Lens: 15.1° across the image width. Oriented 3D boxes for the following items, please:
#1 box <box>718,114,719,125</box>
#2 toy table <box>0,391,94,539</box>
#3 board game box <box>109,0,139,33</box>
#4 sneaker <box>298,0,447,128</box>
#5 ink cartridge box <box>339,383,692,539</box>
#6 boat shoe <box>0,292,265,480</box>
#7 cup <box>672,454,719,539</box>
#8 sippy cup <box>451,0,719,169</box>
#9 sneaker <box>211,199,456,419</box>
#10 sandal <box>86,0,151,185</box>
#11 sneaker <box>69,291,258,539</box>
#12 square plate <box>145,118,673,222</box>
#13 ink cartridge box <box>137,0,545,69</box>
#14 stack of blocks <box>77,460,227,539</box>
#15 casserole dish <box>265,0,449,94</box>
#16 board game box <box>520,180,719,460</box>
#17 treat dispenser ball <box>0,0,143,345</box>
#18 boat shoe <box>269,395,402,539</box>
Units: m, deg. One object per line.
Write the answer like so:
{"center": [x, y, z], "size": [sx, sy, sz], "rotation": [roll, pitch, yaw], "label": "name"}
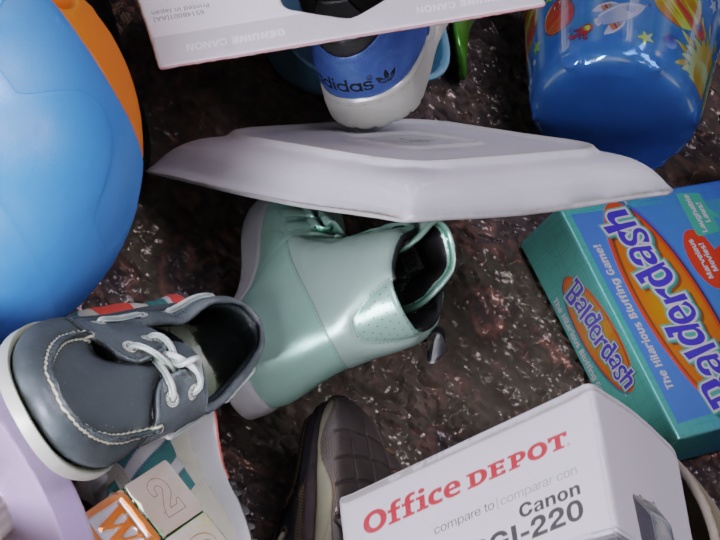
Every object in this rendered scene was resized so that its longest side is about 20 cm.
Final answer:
{"center": [0.317, -0.047, 1.528], "size": [0.124, 0.197, 0.201], "rotation": [18, 50, -26], "label": "box"}
{"center": [-0.196, 0.125, 1.139], "size": [0.200, 0.184, 0.117], "rotation": [59, 39, -7], "label": "toy table"}
{"center": [-0.187, -0.230, 1.440], "size": [0.159, 0.097, 0.201], "rotation": [20, 50, -22], "label": "board game box"}
{"center": [0.008, -0.179, 1.463], "size": [0.076, 0.112, 0.200], "rotation": [-2, 41, 18], "label": "sneaker"}
{"center": [0.077, 0.171, 1.200], "size": [0.085, 0.145, 0.201], "rotation": [39, 33, -42], "label": "ink cartridge box"}
{"center": [-0.097, 0.041, 1.186], "size": [0.073, 0.062, 0.200], "rotation": [62, 16, 5], "label": "boat shoe"}
{"center": [0.121, 0.192, 1.312], "size": [0.143, 0.200, 0.201], "rotation": [36, 40, -43], "label": "cup"}
{"center": [0.151, -0.132, 1.573], "size": [0.140, 0.177, 0.131], "rotation": [40, 41, -30], "label": "sippy cup"}
{"center": [0.000, 0.000, 1.364], "size": [0.074, 0.118, 0.201], "rotation": [62, 18, -21], "label": "sneaker"}
{"center": [-0.150, -0.116, 1.356], "size": [0.045, 0.200, 0.075], "rotation": [-2, 45, 13], "label": "sandal"}
{"center": [-0.108, 0.105, 1.291], "size": [0.093, 0.070, 0.201], "rotation": [-4, 63, -18], "label": "sneaker"}
{"center": [0.025, -0.055, 1.405], "size": [0.199, 0.198, 0.029], "rotation": [-6, 103, -43], "label": "square plate"}
{"center": [-0.029, -0.171, 1.354], "size": [0.199, 0.045, 0.177], "rotation": [-10, 59, -15], "label": "ink cartridge box"}
{"center": [-0.069, 0.199, 1.207], "size": [0.200, 0.115, 0.059], "rotation": [52, 46, 6], "label": "stack of blocks"}
{"center": [-0.022, -0.174, 1.557], "size": [0.121, 0.039, 0.201], "rotation": [0, 59, -35], "label": "casserole dish"}
{"center": [0.206, 0.025, 1.569], "size": [0.199, 0.045, 0.153], "rotation": [-11, 66, -39], "label": "board game box"}
{"center": [-0.199, -0.055, 1.236], "size": [0.200, 0.201, 0.202], "rotation": [18, 51, -24], "label": "treat dispenser ball"}
{"center": [-0.022, 0.143, 1.297], "size": [0.075, 0.073, 0.200], "rotation": [49, 28, -34], "label": "boat shoe"}
